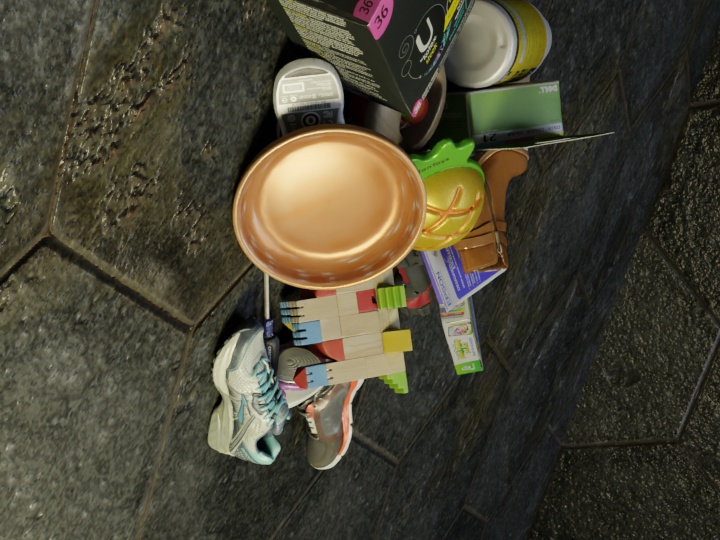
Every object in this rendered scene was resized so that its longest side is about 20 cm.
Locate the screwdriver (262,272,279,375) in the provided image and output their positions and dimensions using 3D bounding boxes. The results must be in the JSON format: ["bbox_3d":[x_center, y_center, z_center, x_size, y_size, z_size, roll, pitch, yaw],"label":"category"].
[{"bbox_3d":[-0.101,0.041,1.516,0.028,0.029,0.200,-64,165,-54],"label":"screwdriver"}]

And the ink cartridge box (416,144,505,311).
[{"bbox_3d":[0.104,-0.061,1.753,0.200,0.043,0.199,-31,102,-58],"label":"ink cartridge box"}]

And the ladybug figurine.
[{"bbox_3d":[0.038,-0.199,1.540,0.136,0.072,0.200,-63,161,-4],"label":"ladybug figurine"}]

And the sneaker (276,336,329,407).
[{"bbox_3d":[-0.061,0.113,1.644,0.200,0.075,0.100,-42,168,-33],"label":"sneaker"}]

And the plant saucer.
[{"bbox_3d":[-0.032,-0.068,1.393,0.037,0.200,0.200,-99,-165,-52],"label":"plant saucer"}]

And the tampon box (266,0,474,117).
[{"bbox_3d":[0.012,-0.270,1.312,0.150,0.126,0.200,-63,160,-10],"label":"tampon box"}]

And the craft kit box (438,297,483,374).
[{"bbox_3d":[0.132,0.020,1.916,0.198,0.048,0.200,74,8,-63],"label":"craft kit box"}]

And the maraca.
[{"bbox_3d":[0.082,-0.091,1.574,0.137,0.107,0.200,-28,155,-8],"label":"maraca"}]

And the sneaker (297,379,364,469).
[{"bbox_3d":[-0.056,0.177,1.773,0.082,0.077,0.200,-9,124,-35],"label":"sneaker"}]

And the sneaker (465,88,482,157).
[{"bbox_3d":[0.173,-0.203,1.883,0.200,0.071,0.099,32,60,-85],"label":"sneaker"}]

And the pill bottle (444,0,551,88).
[{"bbox_3d":[0.175,-0.293,1.723,0.200,0.111,0.112,-24,134,-62],"label":"pill bottle"}]

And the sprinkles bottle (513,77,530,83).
[{"bbox_3d":[0.209,-0.234,1.940,0.068,0.068,0.200,-55,157,-28],"label":"sprinkles bottle"}]

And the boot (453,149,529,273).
[{"bbox_3d":[0.170,-0.079,1.743,0.200,0.077,0.156,-12,80,-54],"label":"boot"}]

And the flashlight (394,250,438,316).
[{"bbox_3d":[0.063,-0.004,1.844,0.068,0.068,0.200,-21,151,3],"label":"flashlight"}]

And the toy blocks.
[{"bbox_3d":[-0.028,0.053,1.570,0.136,0.100,0.201,-8,91,-24],"label":"toy blocks"}]

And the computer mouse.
[{"bbox_3d":[-0.047,-0.136,1.390,0.044,0.109,0.200,-99,-175,-53],"label":"computer mouse"}]

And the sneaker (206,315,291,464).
[{"bbox_3d":[-0.114,0.136,1.520,0.078,0.086,0.200,-46,153,-44],"label":"sneaker"}]

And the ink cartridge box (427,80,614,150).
[{"bbox_3d":[0.195,-0.193,1.680,0.148,0.200,0.076,-11,99,-30],"label":"ink cartridge box"}]
